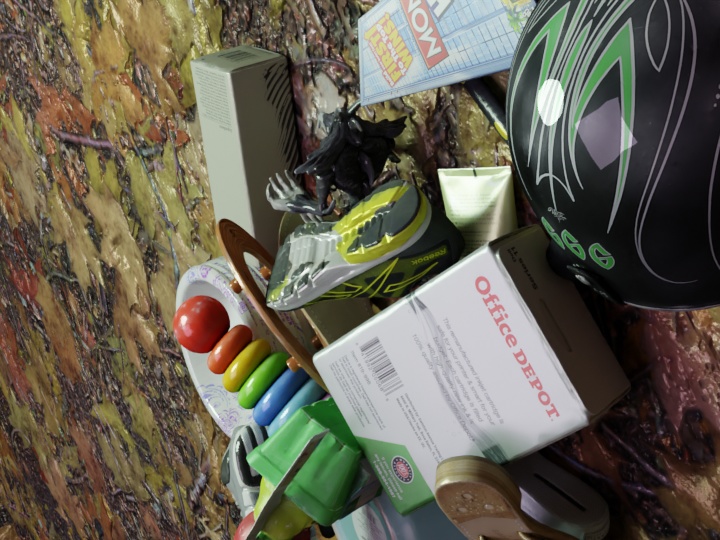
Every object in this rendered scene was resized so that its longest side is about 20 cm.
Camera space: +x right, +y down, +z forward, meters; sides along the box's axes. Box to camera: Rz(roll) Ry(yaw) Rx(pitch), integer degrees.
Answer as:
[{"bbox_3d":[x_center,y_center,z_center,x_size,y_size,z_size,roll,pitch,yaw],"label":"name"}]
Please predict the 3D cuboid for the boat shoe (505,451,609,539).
[{"bbox_3d":[0.118,0.177,1.034,0.200,0.072,0.072,40,135,36],"label":"boat shoe"}]

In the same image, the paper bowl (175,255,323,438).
[{"bbox_3d":[-0.103,0.076,1.296,0.200,0.104,0.203,37,138,42],"label":"paper bowl"}]

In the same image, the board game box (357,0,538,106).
[{"bbox_3d":[0.054,-0.208,0.883,0.199,0.061,0.202,-28,85,51],"label":"board game box"}]

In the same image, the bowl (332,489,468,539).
[{"bbox_3d":[0.040,0.219,1.156,0.200,0.104,0.203,36,136,44],"label":"bowl"}]

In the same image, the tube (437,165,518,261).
[{"bbox_3d":[0.107,0.016,0.983,0.052,0.057,0.202,-69,-32,-77],"label":"tube"}]

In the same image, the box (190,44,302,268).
[{"bbox_3d":[-0.107,-0.112,1.218,0.082,0.068,0.202,27,131,49],"label":"box"}]

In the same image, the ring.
[{"bbox_3d":[-0.071,0.038,1.119,0.201,0.019,0.201,52,-173,-9],"label":"ring"}]

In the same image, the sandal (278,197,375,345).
[{"bbox_3d":[-0.021,0.039,1.173,0.213,0.077,0.070,61,164,10],"label":"sandal"}]

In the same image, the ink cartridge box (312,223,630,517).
[{"bbox_3d":[0.082,0.077,0.936,0.199,0.083,0.148,-33,84,38],"label":"ink cartridge box"}]

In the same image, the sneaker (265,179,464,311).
[{"bbox_3d":[0.000,0.000,0.994,0.199,0.084,0.075,-23,44,45],"label":"sneaker"}]

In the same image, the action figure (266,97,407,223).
[{"bbox_3d":[-0.021,-0.074,1.062,0.102,0.118,0.202,34,142,35],"label":"action figure"}]

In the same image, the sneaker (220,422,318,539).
[{"bbox_3d":[-0.093,0.246,1.226,0.115,0.074,0.203,174,88,-70],"label":"sneaker"}]

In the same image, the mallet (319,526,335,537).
[{"bbox_3d":[-0.054,0.229,1.302,0.200,0.041,0.067,-120,18,-59],"label":"mallet"}]

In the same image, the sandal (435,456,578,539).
[{"bbox_3d":[0.115,0.220,0.915,0.077,0.070,0.212,-16,135,30],"label":"sandal"}]

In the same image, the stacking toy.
[{"bbox_3d":[-0.093,0.097,1.152,0.200,0.085,0.085,42,146,3],"label":"stacking toy"}]

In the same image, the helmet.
[{"bbox_3d":[0.175,-0.097,0.677,0.199,0.199,0.192,32,152,45],"label":"helmet"}]

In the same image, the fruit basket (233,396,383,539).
[{"bbox_3d":[-0.049,0.205,1.033,0.093,0.185,0.202,30,102,18],"label":"fruit basket"}]

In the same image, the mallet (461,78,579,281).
[{"bbox_3d":[0.120,-0.078,0.913,0.201,0.041,0.066,53,143,32],"label":"mallet"}]
